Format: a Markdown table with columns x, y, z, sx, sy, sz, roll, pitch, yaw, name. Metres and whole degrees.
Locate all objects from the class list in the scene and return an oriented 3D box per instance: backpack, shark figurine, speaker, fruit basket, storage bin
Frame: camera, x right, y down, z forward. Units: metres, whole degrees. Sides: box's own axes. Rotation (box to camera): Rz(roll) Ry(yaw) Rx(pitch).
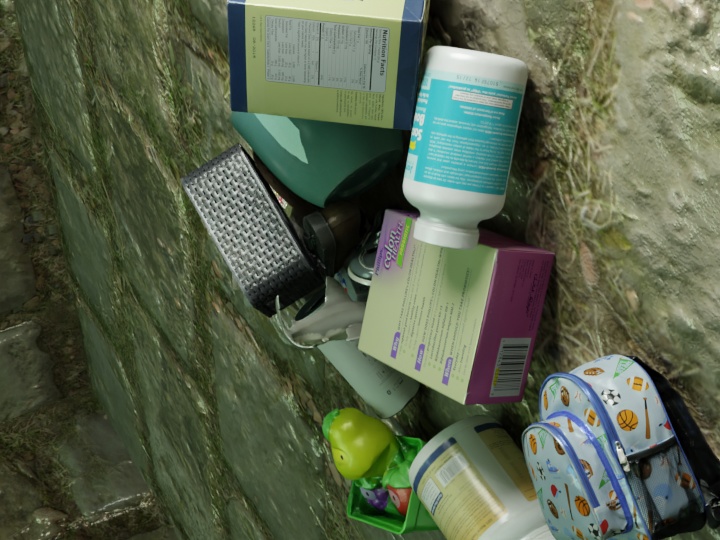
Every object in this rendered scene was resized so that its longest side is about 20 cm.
| x | y | z | sx | sy | sz | roll | pitch | yaw | name |
| --- | --- | --- | --- | --- | --- | --- | --- | --- | --- |
| 0.253 | 0.188 | 1.160 | 0.200 | 0.153 | 0.192 | 138 | 120 | -67 | backpack |
| -0.043 | 0.052 | 1.427 | 0.128 | 0.213 | 0.090 | -14 | 84 | 51 | shark figurine |
| -0.005 | 0.116 | 1.625 | 0.200 | 0.081 | 0.081 | 49 | 159 | -14 | speaker |
| 0.025 | 0.292 | 1.641 | 0.215 | 0.214 | 0.157 | -9 | 66 | 65 | fruit basket |
| -0.140 | -0.051 | 1.487 | 0.201 | 0.093 | 0.135 | 60 | -179 | 12 | storage bin |

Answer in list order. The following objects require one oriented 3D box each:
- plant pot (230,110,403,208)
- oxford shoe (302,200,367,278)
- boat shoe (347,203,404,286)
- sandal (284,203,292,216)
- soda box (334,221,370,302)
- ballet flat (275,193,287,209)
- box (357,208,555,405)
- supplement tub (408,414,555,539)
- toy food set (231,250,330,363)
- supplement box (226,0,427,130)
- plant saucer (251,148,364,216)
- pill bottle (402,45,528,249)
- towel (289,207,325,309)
| x | y | z | sx | sy | sz | roll | pitch | yaw | name |
| --- | --- | --- | --- | --- | --- | --- | --- | --- | --- |
| -0.040 | -0.178 | 1.430 | 0.162 | 0.200 | 0.201 | 56 | 154 | 11 | plant pot |
| -0.027 | -0.041 | 1.462 | 0.073 | 0.084 | 0.200 | 59 | 169 | 5 | oxford shoe |
| 0.029 | -0.033 | 1.452 | 0.200 | 0.072 | 0.062 | -64 | -15 | -68 | boat shoe |
| -0.078 | -0.091 | 1.738 | 0.077 | 0.069 | 0.214 | 22 | 110 | 31 | sandal |
| 0.000 | 0.000 | 1.569 | 0.201 | 0.063 | 0.069 | -114 | 19 | -53 | soda box |
| -0.108 | -0.060 | 1.813 | 0.201 | 0.064 | 0.076 | 59 | 153 | 21 | ballet flat |
| 0.106 | 0.039 | 1.304 | 0.199 | 0.096 | 0.178 | 23 | 105 | 49 | box |
| 0.168 | 0.299 | 1.414 | 0.200 | 0.143 | 0.145 | 53 | 151 | 33 | supplement tub |
| -0.123 | 0.051 | 1.782 | 0.200 | 0.060 | 0.144 | 42 | -165 | -23 | toy food set |
| -0.027 | -0.273 | 1.222 | 0.201 | 0.198 | 0.135 | -80 | -4 | -46 | supplement box |
| -0.077 | -0.129 | 1.559 | 0.029 | 0.199 | 0.201 | -46 | 60 | 21 | plant saucer |
| 0.106 | -0.127 | 1.180 | 0.111 | 0.110 | 0.202 | 23 | 106 | 58 | pill bottle |
| -0.074 | -0.018 | 1.650 | 0.034 | 0.134 | 0.200 | 12 | 163 | 17 | towel |
